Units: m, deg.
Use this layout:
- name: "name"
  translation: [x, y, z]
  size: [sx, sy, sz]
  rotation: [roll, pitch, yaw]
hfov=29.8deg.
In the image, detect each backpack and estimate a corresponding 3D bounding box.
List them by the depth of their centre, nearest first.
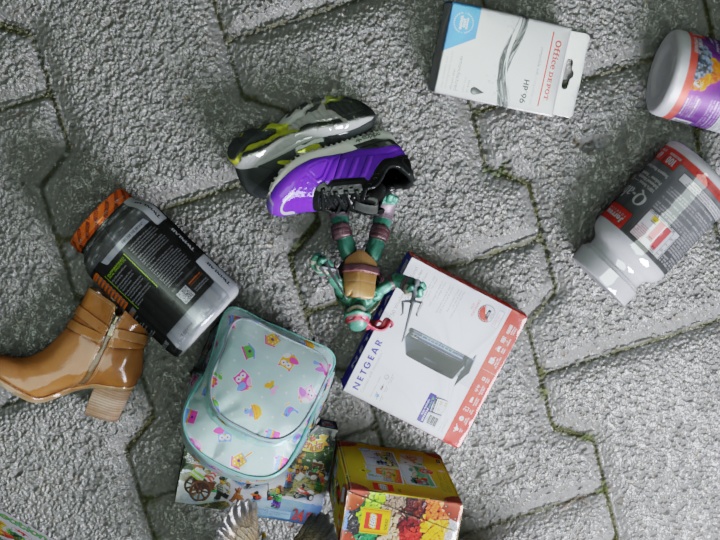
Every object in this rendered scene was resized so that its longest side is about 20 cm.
- name: "backpack"
  translation: [-0.135, 0.165, 1.707]
  size: [0.174, 0.153, 0.202]
  rotation: [25, 80, -8]

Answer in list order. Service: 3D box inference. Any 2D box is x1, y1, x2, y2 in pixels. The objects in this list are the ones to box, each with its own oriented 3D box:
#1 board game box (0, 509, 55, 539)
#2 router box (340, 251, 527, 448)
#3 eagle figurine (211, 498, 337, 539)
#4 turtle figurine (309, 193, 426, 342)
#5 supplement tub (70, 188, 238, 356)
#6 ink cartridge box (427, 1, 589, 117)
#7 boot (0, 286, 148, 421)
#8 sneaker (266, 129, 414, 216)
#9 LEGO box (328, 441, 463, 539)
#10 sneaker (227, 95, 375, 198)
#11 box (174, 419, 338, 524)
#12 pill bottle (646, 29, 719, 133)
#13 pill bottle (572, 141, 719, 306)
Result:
- name: "board game box"
  translation: [-0.447, 0.367, 1.753]
  size: [0.199, 0.126, 0.035]
  rotation: [32, 97, -10]
- name: "router box"
  translation: [0.096, 0.106, 1.792]
  size: [0.178, 0.049, 0.202]
  rotation: [26, 97, -9]
- name: "eagle figurine"
  translation: [-0.119, 0.400, 1.777]
  size: [0.151, 0.201, 0.151]
  rotation: [-28, 62, -30]
- name: "turtle figurine"
  translation: [0.000, 0.000, 1.713]
  size: [0.148, 0.101, 0.203]
  rotation: [8, 64, -19]
- name: "supplement tub"
  translation: [-0.260, 0.000, 1.697]
  size: [0.200, 0.123, 0.123]
  rotation: [44, 94, -2]
- name: "ink cartridge box"
  translation: [0.195, -0.266, 1.724]
  size: [0.197, 0.068, 0.118]
  rotation: [10, 100, -7]
- name: "boot"
  translation: [-0.373, 0.096, 1.734]
  size: [0.198, 0.077, 0.157]
  rotation: [19, 100, -11]
- name: "sneaker"
  translation: [-0.018, -0.104, 1.683]
  size: [0.198, 0.070, 0.100]
  rotation: [-25, 58, -22]
- name: "LEGO box"
  translation: [0.041, 0.294, 1.745]
  size: [0.147, 0.200, 0.078]
  rotation: [8, 99, -6]
- name: "sneaker"
  translation: [-0.072, -0.158, 1.728]
  size: [0.198, 0.075, 0.085]
  rotation: [-20, 130, -9]
- name: "box"
  translation: [-0.139, 0.255, 1.805]
  size: [0.197, 0.038, 0.139]
  rotation: [11, 99, -7]
- name: "pill bottle"
  translation: [0.477, -0.230, 1.733]
  size: [0.197, 0.111, 0.113]
  rotation: [13, 99, -8]
- name: "pill bottle"
  translation: [0.376, -0.058, 1.753]
  size: [0.116, 0.116, 0.200]
  rotation: [42, 94, -11]
